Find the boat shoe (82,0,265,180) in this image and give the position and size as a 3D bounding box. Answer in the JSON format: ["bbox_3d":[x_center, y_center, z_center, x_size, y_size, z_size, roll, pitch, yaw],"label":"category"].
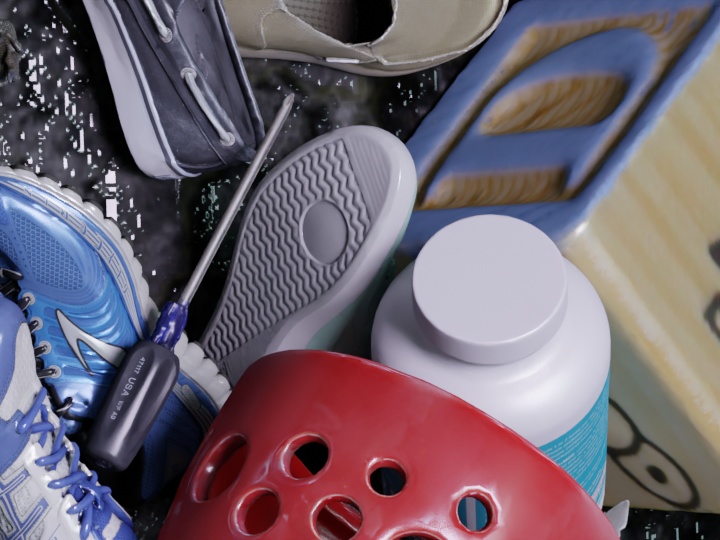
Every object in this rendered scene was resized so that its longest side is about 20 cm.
[{"bbox_3d":[-0.094,-0.139,1.366,0.072,0.068,0.200,-43,121,-59],"label":"boat shoe"}]

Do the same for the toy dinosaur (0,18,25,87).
[{"bbox_3d":[-0.190,-0.121,1.322,0.200,0.047,0.088,-21,95,-40],"label":"toy dinosaur"}]

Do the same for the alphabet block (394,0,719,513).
[{"bbox_3d":[0.145,-0.011,1.489,0.196,0.195,0.200,-51,119,-25],"label":"alphabet block"}]

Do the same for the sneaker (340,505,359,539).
[{"bbox_3d":[0.010,0.198,1.424,0.099,0.078,0.200,-29,102,-14],"label":"sneaker"}]

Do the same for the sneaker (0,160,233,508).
[{"bbox_3d":[-0.139,0.031,1.336,0.200,0.078,0.089,52,58,-25],"label":"sneaker"}]

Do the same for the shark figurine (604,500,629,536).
[{"bbox_3d":[0.069,0.203,1.483,0.128,0.215,0.090,1,46,-11],"label":"shark figurine"}]

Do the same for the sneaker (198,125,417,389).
[{"bbox_3d":[0.000,0.000,1.397,0.118,0.201,0.074,-11,55,-41],"label":"sneaker"}]

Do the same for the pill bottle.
[{"bbox_3d":[0.062,0.058,1.360,0.111,0.111,0.200,-53,159,-26],"label":"pill bottle"}]

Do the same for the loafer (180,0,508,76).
[{"bbox_3d":[0.004,-0.135,1.457,0.200,0.068,0.076,-7,93,-38],"label":"loafer"}]

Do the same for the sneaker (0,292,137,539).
[{"bbox_3d":[-0.140,0.097,1.288,0.075,0.088,0.200,-63,156,-55],"label":"sneaker"}]

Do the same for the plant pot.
[{"bbox_3d":[-0.007,0.161,1.277,0.200,0.200,0.183,47,59,-27],"label":"plant pot"}]

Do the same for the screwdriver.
[{"bbox_3d":[-0.077,0.002,1.336,0.028,0.029,0.200,41,62,-37],"label":"screwdriver"}]
